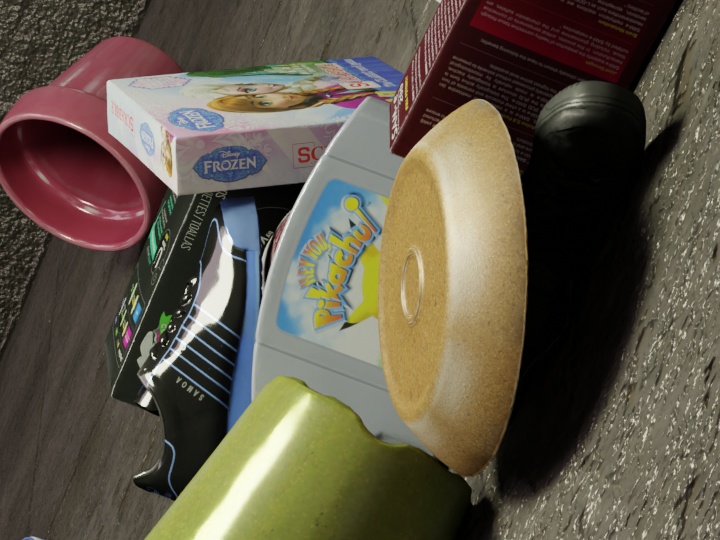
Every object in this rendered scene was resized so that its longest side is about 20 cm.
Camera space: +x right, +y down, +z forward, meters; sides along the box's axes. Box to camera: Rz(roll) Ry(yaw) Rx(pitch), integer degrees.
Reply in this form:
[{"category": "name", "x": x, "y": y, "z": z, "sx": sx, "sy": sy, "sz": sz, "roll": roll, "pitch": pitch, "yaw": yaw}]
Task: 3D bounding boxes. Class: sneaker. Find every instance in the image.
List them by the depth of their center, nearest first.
[{"category": "sneaker", "x": 0.098, "y": -0.007, "z": 1.484, "sx": 0.200, "sy": 0.060, "sz": 0.104, "roll": 121, "pitch": 162, "yaw": -55}, {"category": "sneaker", "x": -0.104, "y": 0.049, "z": 1.787, "sx": 0.070, "sy": 0.078, "sz": 0.201, "roll": 109, "pitch": 165, "yaw": -81}]

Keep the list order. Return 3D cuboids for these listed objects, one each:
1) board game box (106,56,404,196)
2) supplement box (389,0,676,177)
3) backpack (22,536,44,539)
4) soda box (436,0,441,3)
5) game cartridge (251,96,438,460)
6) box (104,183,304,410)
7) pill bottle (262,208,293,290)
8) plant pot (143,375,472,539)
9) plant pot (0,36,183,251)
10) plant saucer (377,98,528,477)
[{"category": "board game box", "x": -0.053, "y": -0.100, "z": 1.878, "sx": 0.200, "sy": 0.199, "sz": 0.041, "roll": -142, "pitch": 48, "yaw": -66}, {"category": "supplement box", "x": 0.103, "y": -0.139, "z": 1.538, "sx": 0.061, "sy": 0.109, "sz": 0.200, "roll": -90, "pitch": 24, "yaw": -59}, {"category": "backpack", "x": -0.257, "y": 0.311, "z": 2.293, "sx": 0.200, "sy": 0.154, "sz": 0.191, "roll": -62, "pitch": 21, "yaw": 7}, {"category": "soda box", "x": 0.089, "y": -0.192, "z": 1.786, "sx": 0.200, "sy": 0.064, "sz": 0.068, "roll": -122, "pitch": 52, "yaw": -75}, {"category": "game cartridge", "x": 0.014, "y": 0.007, "z": 1.636, "sx": 0.040, "sy": 0.133, "sz": 0.200, "roll": 12, "pitch": -83, "yaw": -83}, {"category": "box", "x": -0.081, "y": 0.009, "z": 2.004, "sx": 0.124, "sy": 0.148, "sz": 0.200, "roll": -115, "pitch": 46, "yaw": -72}, {"category": "pill bottle", "x": 0.000, "y": 0.000, "z": 1.763, "sx": 0.200, "sy": 0.109, "sz": 0.110, "roll": 174, "pitch": 115, "yaw": -76}, {"category": "plant pot", "x": -0.037, "y": 0.166, "z": 1.541, "sx": 0.184, "sy": 0.200, "sz": 0.200, "roll": -60, "pitch": 11, "yaw": -6}, {"category": "plant pot", "x": -0.279, "y": -0.153, "z": 3.058, "sx": 0.179, "sy": 0.200, "sz": 0.200, "roll": -60, "pitch": 4, "yaw": -37}, {"category": "plant saucer", "x": 0.043, "y": 0.009, "z": 1.473, "sx": 0.200, "sy": 0.035, "sz": 0.201, "roll": -179, "pitch": 90, "yaw": -76}]
